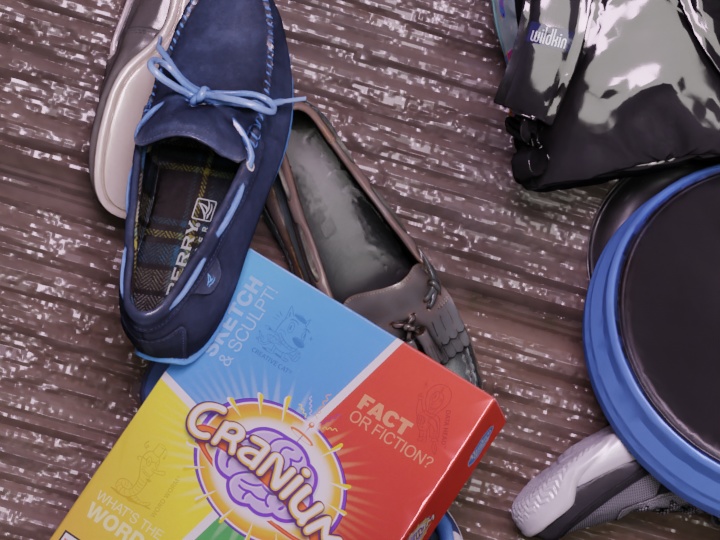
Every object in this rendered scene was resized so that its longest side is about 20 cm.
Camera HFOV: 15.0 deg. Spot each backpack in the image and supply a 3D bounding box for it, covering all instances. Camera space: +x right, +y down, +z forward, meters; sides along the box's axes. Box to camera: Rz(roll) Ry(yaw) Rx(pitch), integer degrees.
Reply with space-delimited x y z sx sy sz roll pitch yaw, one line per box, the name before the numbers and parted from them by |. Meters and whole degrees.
backpack | 0.132 -0.149 1.418 0.166 0.127 0.201 -11 88 -7

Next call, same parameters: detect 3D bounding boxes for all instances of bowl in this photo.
bowl | 0.215 0.033 1.401 0.199 0.039 0.202 4 64 -7

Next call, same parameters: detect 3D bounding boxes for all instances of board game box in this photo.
board game box | -0.046 0.112 1.337 0.153 0.040 0.201 30 79 19

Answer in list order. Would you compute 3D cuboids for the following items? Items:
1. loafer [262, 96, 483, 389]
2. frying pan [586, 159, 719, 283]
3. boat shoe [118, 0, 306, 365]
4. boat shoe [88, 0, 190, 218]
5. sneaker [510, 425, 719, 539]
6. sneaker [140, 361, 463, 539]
loafer | 0.000 0.000 1.416 0.072 0.063 0.201 -32 91 -11
frying pan | 0.214 -0.017 1.474 0.189 0.031 0.116 -17 89 -8
boat shoe | -0.072 -0.055 1.339 0.084 0.069 0.201 2 72 10
boat shoe | -0.093 -0.122 1.422 0.067 0.057 0.201 20 86 -20
sneaker | 0.184 0.119 1.430 0.199 0.075 0.114 -26 87 -14
sneaker | -0.023 0.101 1.393 0.200 0.082 0.074 36 81 -1
